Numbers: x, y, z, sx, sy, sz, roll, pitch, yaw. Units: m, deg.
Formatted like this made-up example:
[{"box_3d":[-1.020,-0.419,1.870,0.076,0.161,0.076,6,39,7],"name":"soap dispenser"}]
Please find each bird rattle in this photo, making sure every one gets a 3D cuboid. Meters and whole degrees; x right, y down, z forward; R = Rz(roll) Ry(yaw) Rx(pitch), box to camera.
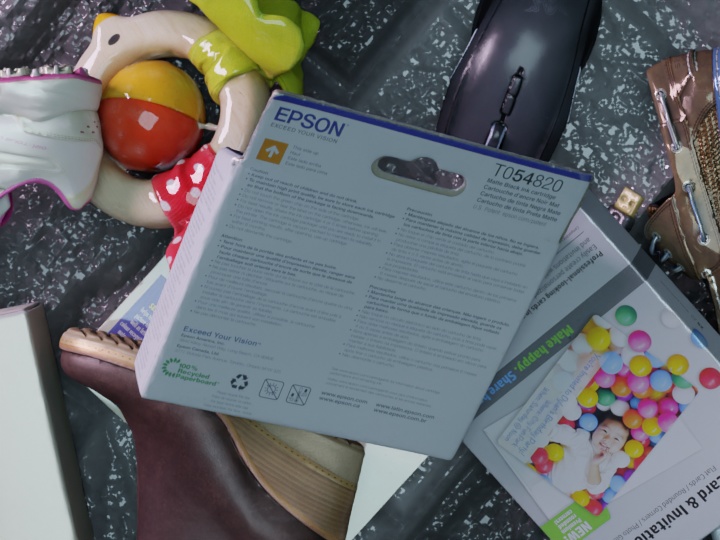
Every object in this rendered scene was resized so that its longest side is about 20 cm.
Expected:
[{"box_3d":[-0.098,-0.079,1.284,0.163,0.113,0.200,9,91,23],"name":"bird rattle"}]

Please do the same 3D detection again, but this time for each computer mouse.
[{"box_3d":[0.110,-0.082,1.295,0.140,0.046,0.200,26,94,1],"name":"computer mouse"}]

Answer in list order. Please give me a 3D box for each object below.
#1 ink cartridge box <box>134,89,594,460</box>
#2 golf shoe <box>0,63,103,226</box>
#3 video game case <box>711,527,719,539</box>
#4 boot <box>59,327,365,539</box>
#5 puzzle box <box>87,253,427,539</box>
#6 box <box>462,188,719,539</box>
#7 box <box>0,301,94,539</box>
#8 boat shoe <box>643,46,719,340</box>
[{"box_3d":[0.000,0.000,1.206,0.200,0.041,0.200,14,118,-24],"name":"ink cartridge box"},{"box_3d":[-0.243,-0.064,1.249,0.200,0.075,0.092,-7,99,0],"name":"golf shoe"},{"box_3d":[0.318,0.220,1.310,0.182,0.023,0.200,-15,101,3],"name":"video game case"},{"box_3d":[-0.111,0.139,1.277,0.200,0.072,0.166,26,92,-4],"name":"boot"},{"box_3d":[-0.060,0.074,1.321,0.200,0.025,0.133,43,94,-1],"name":"puzzle box"},{"box_3d":[0.138,0.074,1.283,0.156,0.041,0.200,-40,93,25],"name":"box"},{"box_3d":[-0.209,0.124,1.308,0.082,0.068,0.200,-10,93,2],"name":"box"},{"box_3d":[0.205,-0.031,1.290,0.072,0.072,0.200,-4,96,18],"name":"boat shoe"}]
